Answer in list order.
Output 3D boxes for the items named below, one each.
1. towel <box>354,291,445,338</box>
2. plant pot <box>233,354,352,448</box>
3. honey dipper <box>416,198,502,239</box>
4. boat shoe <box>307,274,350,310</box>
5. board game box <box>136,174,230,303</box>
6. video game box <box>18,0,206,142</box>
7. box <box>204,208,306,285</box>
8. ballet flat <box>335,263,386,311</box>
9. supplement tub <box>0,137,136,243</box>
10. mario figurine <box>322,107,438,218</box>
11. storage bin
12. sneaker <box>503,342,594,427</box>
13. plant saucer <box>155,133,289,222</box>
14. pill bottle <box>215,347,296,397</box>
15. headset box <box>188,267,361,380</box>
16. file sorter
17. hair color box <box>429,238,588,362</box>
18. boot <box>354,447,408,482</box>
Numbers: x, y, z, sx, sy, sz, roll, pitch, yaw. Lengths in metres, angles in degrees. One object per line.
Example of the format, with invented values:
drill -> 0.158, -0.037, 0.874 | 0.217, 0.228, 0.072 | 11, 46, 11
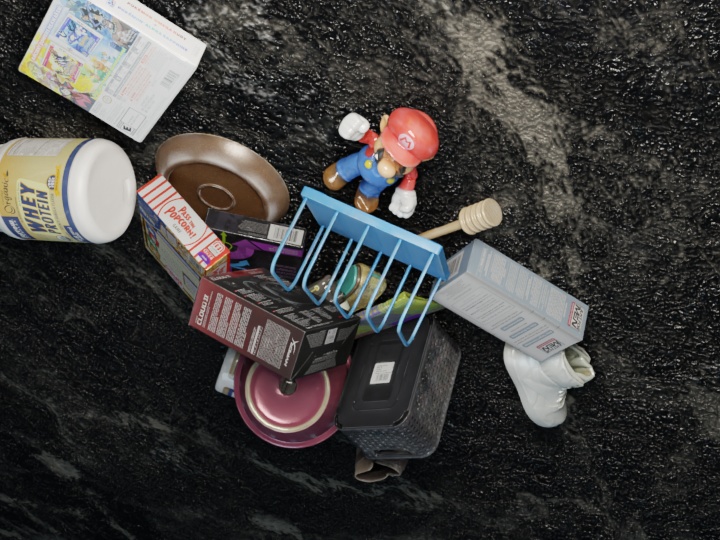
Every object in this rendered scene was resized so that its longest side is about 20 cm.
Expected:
towel -> 0.021, 0.069, 1.676 | 0.199, 0.023, 0.143 | -21, 166, 32
plant pot -> -0.105, 0.179, 1.768 | 0.199, 0.201, 0.179 | 17, 178, 3
honey dipper -> 0.107, -0.052, 1.540 | 0.038, 0.038, 0.199 | 37, 146, -26
boat shoe -> -0.099, 0.051, 1.697 | 0.200, 0.072, 0.061 | -16, 101, 42
board game box -> -0.251, -0.030, 1.641 | 0.152, 0.046, 0.200 | 48, 161, 11
video game box -> -0.312, -0.264, 1.426 | 0.181, 0.047, 0.200 | 29, 145, -19
box -> -0.153, -0.019, 1.674 | 0.142, 0.036, 0.200 | 11, 157, 0
ballet flat -> -0.026, 0.048, 1.725 | 0.070, 0.071, 0.200 | 30, 145, -17
supplement tub -> -0.433, -0.114, 1.614 | 0.199, 0.145, 0.145 | 3, 144, 22
mario figurine -> 0.020, -0.125, 1.403 | 0.123, 0.107, 0.200 | 0, 162, -26
storage bin -> 0.057, 0.174, 1.734 | 0.134, 0.201, 0.094 | -8, 138, 35
sneaker -> 0.302, 0.175, 1.733 | 0.115, 0.074, 0.200 | -1, 141, 33
plant saucer -> -0.198, -0.112, 1.605 | 0.199, 0.032, 0.201 | 12, 147, 8
pill bottle -> -0.134, 0.183, 1.925 | 0.199, 0.111, 0.111 | 21, 147, -3
headset box -> -0.124, 0.065, 1.572 | 0.199, 0.078, 0.149 | 25, -164, 25
file sorter -> 0.000, 0.000, 1.516 | 0.199, 0.123, 0.139 | 24, 171, 14
hair color box -> 0.208, 0.044, 1.602 | 0.199, 0.061, 0.099 | 30, 145, -16
boot -> 0.017, 0.293, 1.977 | 0.199, 0.147, 0.070 | -19, 134, 43
